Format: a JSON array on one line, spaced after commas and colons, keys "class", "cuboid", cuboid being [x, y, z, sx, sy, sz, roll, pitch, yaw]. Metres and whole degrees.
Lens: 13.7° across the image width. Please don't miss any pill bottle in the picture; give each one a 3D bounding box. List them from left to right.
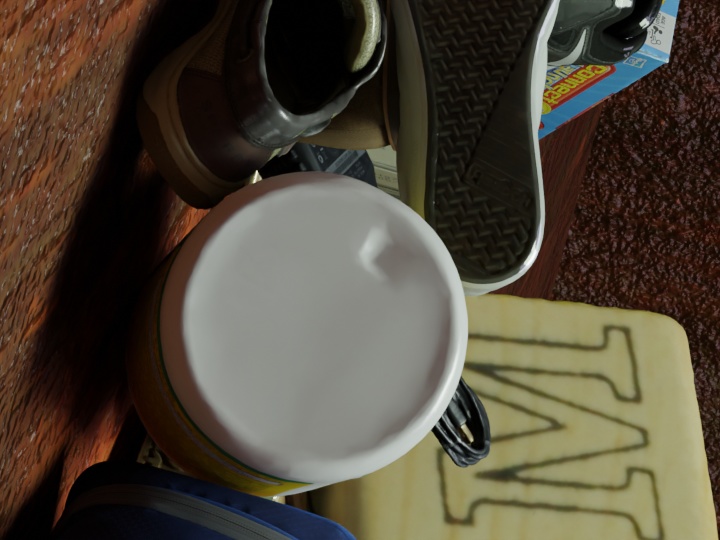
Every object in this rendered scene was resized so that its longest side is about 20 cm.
[{"class": "pill bottle", "cuboid": [-0.032, 0.030, 1.156, 0.200, 0.112, 0.113, 145, -37, -78]}]

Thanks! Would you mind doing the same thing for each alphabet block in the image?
[{"class": "alphabet block", "cuboid": [0.055, 0.144, 1.493, 0.196, 0.195, 0.201, 117, -24, -48]}]

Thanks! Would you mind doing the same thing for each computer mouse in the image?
[{"class": "computer mouse", "cuboid": [0.000, 0.000, 1.311, 0.201, 0.034, 0.059, 63, 24, -7]}]

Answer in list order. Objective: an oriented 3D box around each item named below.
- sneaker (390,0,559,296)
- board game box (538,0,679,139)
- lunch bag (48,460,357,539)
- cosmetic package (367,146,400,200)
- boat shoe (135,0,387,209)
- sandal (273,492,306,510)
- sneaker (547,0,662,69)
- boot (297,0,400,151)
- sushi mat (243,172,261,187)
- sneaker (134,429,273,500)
[{"class": "sneaker", "cuboid": [0.041, -0.090, 1.191, 0.085, 0.072, 0.201, 145, -49, -81]}, {"class": "board game box", "cuboid": [0.102, -0.173, 1.567, 0.196, 0.056, 0.201, -29, -136, 59]}, {"class": "lunch bag", "cuboid": [-0.076, 0.183, 1.155, 0.132, 0.135, 0.201, -58, 165, -60]}, {"class": "cosmetic package", "cuboid": [0.035, -0.131, 1.468, 0.104, 0.073, 0.201, 92, 14, -78]}, {"class": "boat shoe", "cuboid": [-0.020, -0.091, 1.149, 0.073, 0.065, 0.200, 57, 33, -23]}, {"class": "sandal", "cuboid": [-0.063, 0.097, 1.397, 0.069, 0.078, 0.213, -9, 124, -44]}, {"class": "sneaker", "cuboid": [0.084, -0.119, 1.313, 0.200, 0.097, 0.071, 4, 82, -86]}, {"class": "boot", "cuboid": [-0.004, -0.140, 1.282, 0.074, 0.075, 0.201, 72, 19, -55]}, {"class": "sushi mat", "cuboid": [-0.035, -0.061, 1.386, 0.096, 0.012, 0.201, -23, 130, -81]}, {"class": "sneaker", "cuboid": [-0.062, 0.071, 1.314, 0.090, 0.067, 0.201, 108, 4, -50]}]
